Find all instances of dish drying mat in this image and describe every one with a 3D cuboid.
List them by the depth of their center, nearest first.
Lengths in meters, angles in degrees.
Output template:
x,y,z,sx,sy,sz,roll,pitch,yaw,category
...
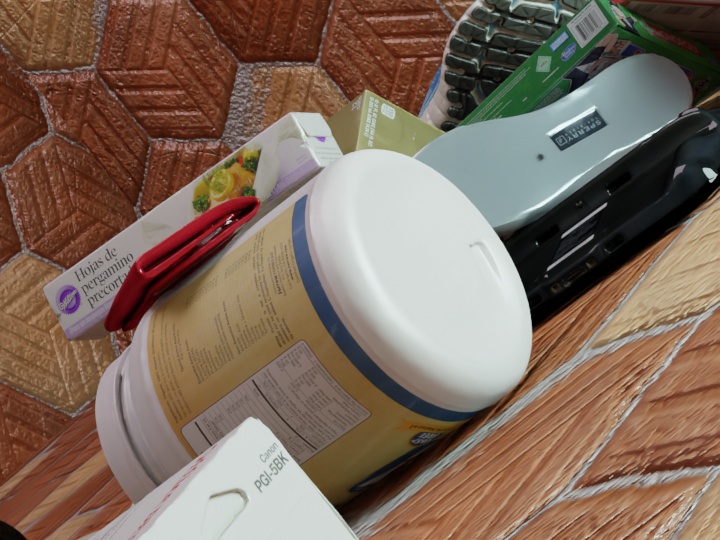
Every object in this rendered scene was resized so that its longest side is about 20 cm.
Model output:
x,y,z,sx,sy,sz,roll,pitch,yaw,category
-0.098,-0.001,1.394,0.077,0.018,0.200,-36,-2,-14,dish drying mat

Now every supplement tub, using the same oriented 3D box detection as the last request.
x,y,z,sx,sy,sz,roll,pitch,yaw,category
-0.027,0.046,1.327,0.200,0.145,0.145,-37,5,33,supplement tub

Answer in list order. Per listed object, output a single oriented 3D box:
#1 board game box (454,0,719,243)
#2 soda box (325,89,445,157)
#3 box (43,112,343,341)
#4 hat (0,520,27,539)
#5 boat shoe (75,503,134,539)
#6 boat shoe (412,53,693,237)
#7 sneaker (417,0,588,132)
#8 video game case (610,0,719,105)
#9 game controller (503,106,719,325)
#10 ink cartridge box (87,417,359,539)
x,y,z,sx,sy,sz,roll,pitch,yaw,category
0.118,-0.080,1.611,0.200,0.029,0.134,-43,-31,22,board game box
0.000,0.000,1.507,0.064,0.068,0.201,-34,38,46,soda box
-0.098,-0.025,1.521,0.200,0.039,0.041,-34,-14,23,box
-0.226,0.237,1.403,0.081,0.201,0.201,29,58,37,hat
-0.099,0.154,1.461,0.067,0.072,0.200,-8,15,26,boat shoe
0.106,-0.051,1.532,0.200,0.071,0.091,-25,-24,-16,boat shoe
0.080,-0.135,1.639,0.090,0.078,0.200,-83,20,-47,sneaker
0.192,-0.143,1.654,0.143,0.018,0.200,1,-16,-21,video game case
0.129,-0.017,1.441,0.200,0.042,0.104,-38,19,28,game controller
-0.112,0.172,1.159,0.200,0.083,0.147,-37,5,32,ink cartridge box
